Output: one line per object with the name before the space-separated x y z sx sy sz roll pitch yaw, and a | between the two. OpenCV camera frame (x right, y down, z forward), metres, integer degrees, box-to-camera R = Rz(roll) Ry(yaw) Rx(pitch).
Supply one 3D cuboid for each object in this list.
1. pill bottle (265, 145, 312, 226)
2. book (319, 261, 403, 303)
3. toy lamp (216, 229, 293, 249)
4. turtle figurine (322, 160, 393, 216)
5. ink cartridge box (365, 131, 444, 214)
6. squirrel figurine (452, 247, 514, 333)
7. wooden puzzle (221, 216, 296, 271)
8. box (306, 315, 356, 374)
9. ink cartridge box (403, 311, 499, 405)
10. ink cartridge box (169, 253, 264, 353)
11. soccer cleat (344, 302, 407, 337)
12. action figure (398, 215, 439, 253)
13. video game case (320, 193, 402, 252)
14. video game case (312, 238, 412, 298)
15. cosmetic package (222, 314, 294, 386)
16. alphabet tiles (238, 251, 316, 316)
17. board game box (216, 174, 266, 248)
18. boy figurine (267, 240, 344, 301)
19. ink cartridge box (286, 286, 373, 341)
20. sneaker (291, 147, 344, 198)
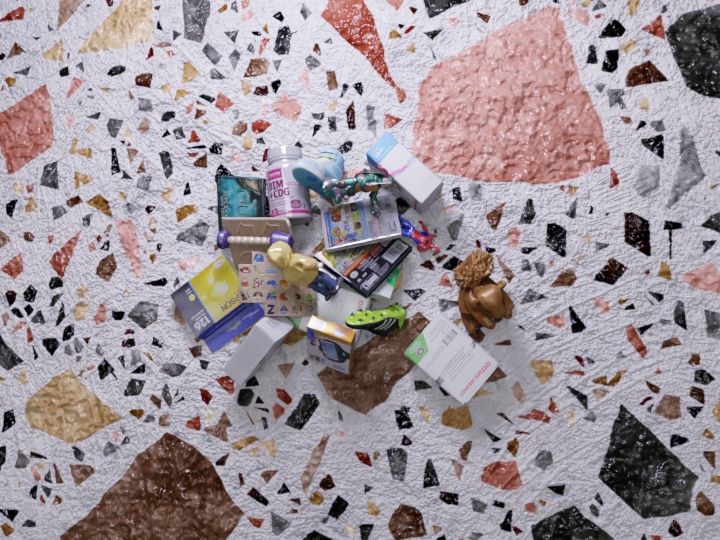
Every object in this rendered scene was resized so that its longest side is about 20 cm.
pill bottle | -0.197 -0.228 1.636 0.113 0.113 0.201 -8 83 6
book | 0.000 0.000 1.593 0.200 0.048 0.134 18 52 5
toy lamp | -0.269 -0.077 1.548 0.200 0.058 0.058 5 85 18
turtle figurine | 0.012 -0.209 1.538 0.200 0.150 0.101 1 57 29
ink cartridge box | 0.116 -0.251 1.583 0.200 0.145 0.085 42 88 9
squirrel figurine | 0.301 0.050 1.512 0.141 0.187 0.200 -25 82 4
wooden puzzle | -0.261 -0.068 1.617 0.199 0.046 0.186 4 127 16
box | -0.076 0.199 1.545 0.119 0.200 0.042 18 53 10
ink cartridge box | 0.234 0.225 1.555 0.200 0.084 0.146 42 91 9
ink cartridge box | -0.394 0.093 1.657 0.197 0.047 0.200 -37 80 8
soccer cleat | 0.042 0.136 1.542 0.067 0.200 0.081 32 119 42
action figure | 0.128 -0.112 1.595 0.200 0.099 0.065 35 82 6
video game case | 0.000 -0.126 1.583 0.199 0.018 0.143 -12 55 3
video game case | 0.008 -0.046 1.582 0.181 0.026 0.200 36 61 16
cosmetic package | -0.266 0.202 1.569 0.074 0.102 0.200 41 122 6
alphabet tiles | -0.212 0.035 1.544 0.199 0.008 0.168 1 76 -13
board game box | -0.323 -0.156 1.647 0.135 0.028 0.201 5 108 10
boy figurine | -0.146 0.001 1.501 0.200 0.124 0.065 32 49 -12
ink cartridge box | -0.082 0.108 1.604 0.200 0.088 0.146 20 88 10
sneaker | -0.110 -0.283 1.601 0.079 0.200 0.131 1 76 27
